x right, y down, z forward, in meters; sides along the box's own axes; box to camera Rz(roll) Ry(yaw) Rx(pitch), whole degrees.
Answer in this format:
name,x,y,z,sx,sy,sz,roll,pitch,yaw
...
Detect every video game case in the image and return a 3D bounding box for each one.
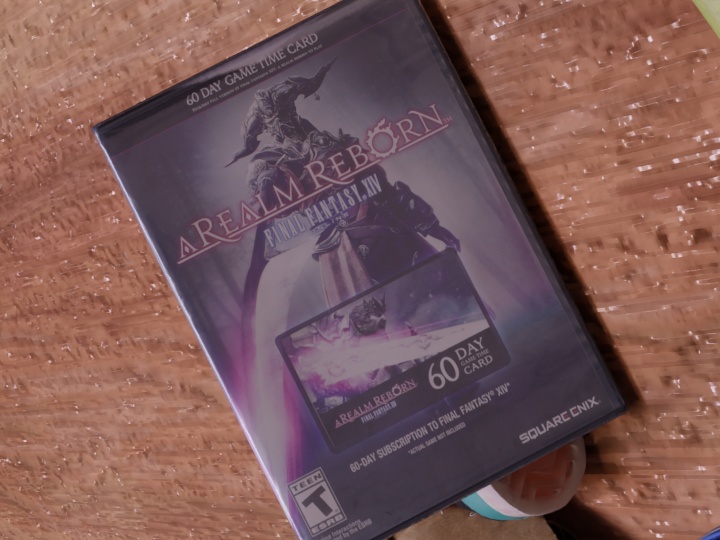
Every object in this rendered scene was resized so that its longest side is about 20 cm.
name,x,y,z,sx,sy,sz,roll,pitch,yaw
video game case,0.000,0.000,0.864,0.200,0.143,0.019,63,175,0

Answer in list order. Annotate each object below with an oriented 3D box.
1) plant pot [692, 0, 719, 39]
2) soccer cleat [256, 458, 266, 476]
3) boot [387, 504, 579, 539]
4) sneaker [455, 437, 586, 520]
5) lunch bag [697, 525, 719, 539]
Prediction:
name,x,y,z,sx,sy,sz,roll,pitch,yaw
plant pot,0.109,-0.150,0.495,0.200,0.200,0.185,4,129,61
soccer cleat,-0.036,0.018,1.034,0.085,0.068,0.200,-126,26,-51
boot,0.061,0.130,0.976,0.076,0.074,0.200,-57,35,11
sneaker,0.019,0.021,0.924,0.200,0.071,0.080,63,151,-1
lunch bag,0.175,0.165,0.699,0.200,0.132,0.136,59,154,10
